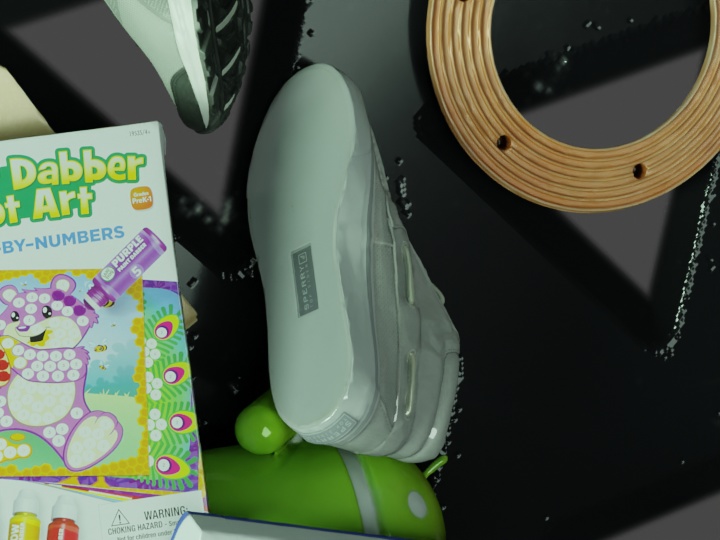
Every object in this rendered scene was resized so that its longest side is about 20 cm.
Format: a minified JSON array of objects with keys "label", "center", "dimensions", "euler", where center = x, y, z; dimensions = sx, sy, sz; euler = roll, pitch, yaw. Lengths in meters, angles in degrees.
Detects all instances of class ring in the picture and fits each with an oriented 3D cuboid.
[{"label":"ring","center":[0.128,-0.131,0.999],"dimensions":[0.200,0.019,0.201],"euler":[-4,102,-18]}]

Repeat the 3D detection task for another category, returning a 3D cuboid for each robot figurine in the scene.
[{"label":"robot figurine","center":[-0.046,0.145,0.948],"dimensions":[0.200,0.116,0.176],"euler":[-6,97,-17]}]

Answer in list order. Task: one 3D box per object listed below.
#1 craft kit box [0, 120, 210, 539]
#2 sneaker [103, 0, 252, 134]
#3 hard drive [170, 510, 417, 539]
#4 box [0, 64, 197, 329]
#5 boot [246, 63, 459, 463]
[{"label":"craft kit box","center":[-0.177,0.041,0.863],"dimensions":[0.200,0.049,0.198],"euler":[-8,81,-5]},{"label":"sneaker","center":[-0.109,-0.158,0.898],"dimensions":[0.079,0.074,0.200],"euler":[-11,117,21]},{"label":"hard drive","center":[-0.017,0.186,0.887],"dimensions":[0.200,0.025,0.132],"euler":[13,107,-34]},{"label":"box","center":[-0.207,0.022,0.921],"dimensions":[0.200,0.021,0.164],"euler":[-38,109,-6]},{"label":"boot","center":[0.000,0.000,0.941],"dimensions":[0.096,0.073,0.200],"euler":[25,56,-47]}]
